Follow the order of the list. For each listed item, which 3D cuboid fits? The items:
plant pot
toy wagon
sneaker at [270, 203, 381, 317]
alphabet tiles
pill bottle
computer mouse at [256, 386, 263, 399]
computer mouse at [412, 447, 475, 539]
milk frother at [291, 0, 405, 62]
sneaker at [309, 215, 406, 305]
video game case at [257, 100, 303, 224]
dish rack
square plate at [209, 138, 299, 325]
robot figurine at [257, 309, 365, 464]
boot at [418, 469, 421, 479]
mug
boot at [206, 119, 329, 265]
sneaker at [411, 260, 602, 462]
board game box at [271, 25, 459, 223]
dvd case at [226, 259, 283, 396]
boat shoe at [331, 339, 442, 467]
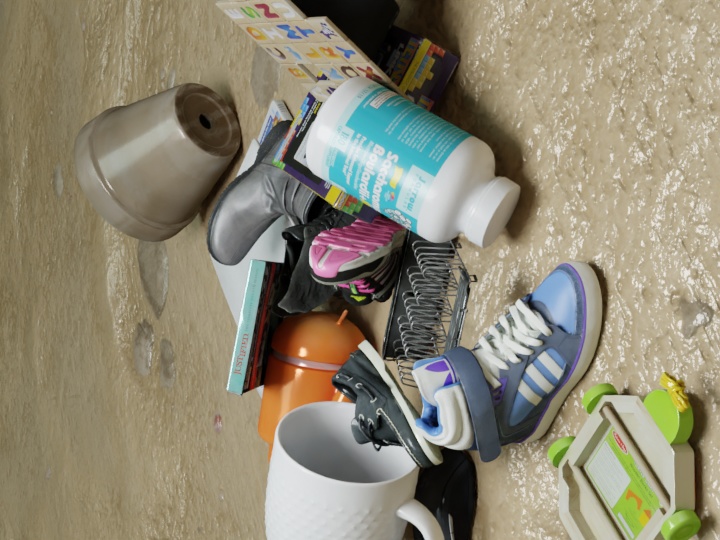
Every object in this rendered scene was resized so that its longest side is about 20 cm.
[{"bbox_3d":[-0.264,-0.165,1.983,0.173,0.200,0.201,-33,59,37],"label":"plant pot"},{"bbox_3d":[0.232,0.168,1.218,0.200,0.039,0.155,-64,38,34],"label":"toy wagon"},{"bbox_3d":[-0.038,-0.039,1.607,0.060,0.104,0.201,-20,58,60],"label":"sneaker"},{"bbox_3d":[-0.060,-0.232,1.465,0.167,0.200,0.008,12,66,55],"label":"alphabet tiles"},{"bbox_3d":[0.054,-0.100,1.414,0.200,0.111,0.111,30,120,18],"label":"pill bottle"},{"bbox_3d":[-0.102,0.150,1.757,0.110,0.044,0.201,-33,74,54],"label":"computer mouse"},{"bbox_3d":[0.089,0.284,1.452,0.140,0.046,0.201,21,106,60],"label":"computer mouse"},{"bbox_3d":[-0.045,-0.332,1.511,0.180,0.200,0.189,16,76,58],"label":"milk frother"},{"bbox_3d":[0.000,0.000,1.514,0.073,0.200,0.088,11,105,16],"label":"sneaker"},{"bbox_3d":[-0.095,-0.100,1.829,0.200,0.018,0.143,61,139,42],"label":"video game case"},{"bbox_3d":[0.068,0.046,1.439,0.200,0.054,0.154,-104,23,-73],"label":"dish rack"},{"bbox_3d":[-0.128,-0.030,1.837,0.198,0.028,0.200,-63,38,37],"label":"square plate"},{"bbox_3d":[-0.052,0.134,1.642,0.144,0.116,0.201,-47,-34,-81],"label":"robot figurine"},{"bbox_3d":[0.012,0.296,1.580,0.200,0.072,0.182,-49,49,38],"label":"boot"},{"bbox_3d":[-0.004,0.254,1.452,0.200,0.148,0.176,23,119,24],"label":"mug"},{"bbox_3d":[-0.095,-0.077,1.705,0.132,0.070,0.200,34,96,45],"label":"boot"},{"bbox_3d":[0.122,0.080,1.306,0.081,0.146,0.201,55,134,46],"label":"sneaker"},{"bbox_3d":[0.002,-0.171,1.568,0.200,0.057,0.165,-61,36,6],"label":"board game box"},{"bbox_3d":[-0.111,0.061,1.627,0.200,0.022,0.147,1,-81,-83],"label":"dvd case"},{"bbox_3d":[0.018,0.141,1.418,0.066,0.075,0.199,-34,38,-1],"label":"boat shoe"}]
